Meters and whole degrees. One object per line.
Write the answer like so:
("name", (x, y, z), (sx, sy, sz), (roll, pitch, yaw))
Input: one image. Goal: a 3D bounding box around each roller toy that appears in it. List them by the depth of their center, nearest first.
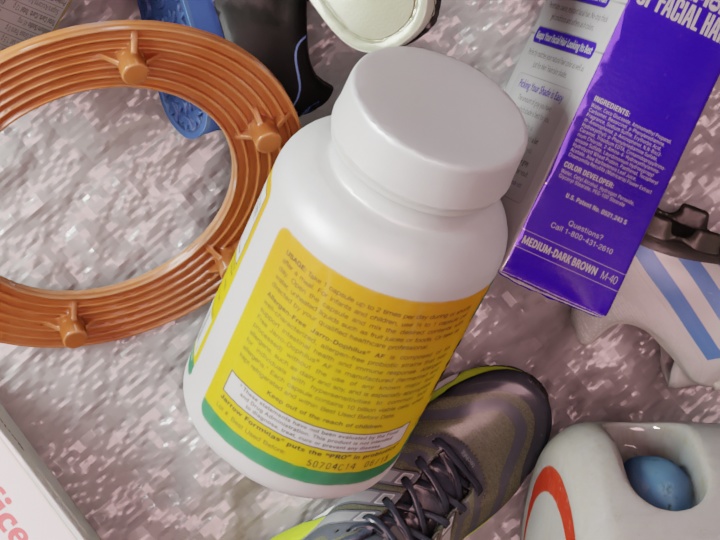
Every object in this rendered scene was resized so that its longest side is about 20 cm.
("roller toy", (0.144, 0.165, 1.191), (0.139, 0.200, 0.183), (2, 67, -7))

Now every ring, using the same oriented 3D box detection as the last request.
("ring", (-0.120, -0.032, 1.153), (0.200, 0.019, 0.201), (-13, 138, -12))

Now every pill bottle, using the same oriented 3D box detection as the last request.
("pill bottle", (0.000, 0.000, 1.143), (0.112, 0.113, 0.200), (19, 127, -9))

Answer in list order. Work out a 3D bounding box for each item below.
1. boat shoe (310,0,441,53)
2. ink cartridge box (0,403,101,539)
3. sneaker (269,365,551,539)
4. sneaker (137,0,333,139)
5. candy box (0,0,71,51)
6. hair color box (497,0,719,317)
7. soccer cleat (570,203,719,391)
("boat shoe", (-0.020, -0.191, 1.144), (0.074, 0.066, 0.200), (-37, 82, 22))
("ink cartridge box", (-0.220, 0.167, 1.193), (0.200, 0.084, 0.146), (-35, 100, -2))
("sneaker", (0.019, 0.127, 1.219), (0.200, 0.081, 0.074), (-45, 100, 0))
("sneaker", (-0.067, -0.163, 1.185), (0.078, 0.070, 0.201), (-11, 91, -31))
("candy box", (-0.173, -0.174, 1.138), (0.117, 0.056, 0.200), (34, 96, 27))
("hair color box", (0.117, -0.087, 1.187), (0.065, 0.109, 0.200), (22, 95, -17))
("soccer cleat", (0.198, 0.027, 1.243), (0.199, 0.070, 0.087), (19, 111, -7))
